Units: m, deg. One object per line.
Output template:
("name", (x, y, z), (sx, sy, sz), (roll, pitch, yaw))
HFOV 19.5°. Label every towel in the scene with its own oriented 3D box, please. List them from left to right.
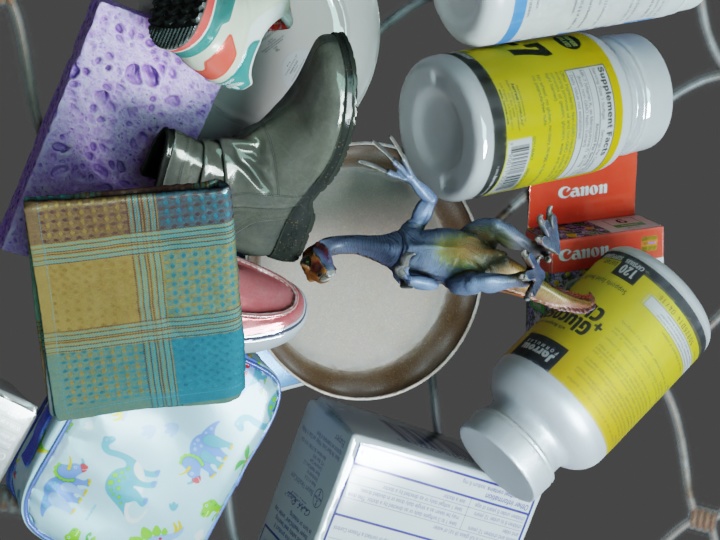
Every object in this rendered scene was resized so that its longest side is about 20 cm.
("towel", (-0.156, 0.022, 1.468), (0.145, 0.022, 0.201), (-5, 131, -5))

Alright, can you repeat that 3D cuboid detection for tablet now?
("tablet", (-0.020, 0.022, 1.671), (0.199, 0.014, 0.131), (-14, 108, -18))

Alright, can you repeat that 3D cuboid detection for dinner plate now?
("dinner plate", (-0.074, -0.177, 1.592), (0.199, 0.024, 0.202), (-6, 107, -22))

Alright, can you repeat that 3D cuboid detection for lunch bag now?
("lunch bag", (-0.167, 0.124, 1.592), (0.160, 0.082, 0.201), (26, 97, -25))

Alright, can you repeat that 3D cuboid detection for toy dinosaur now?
("toy dinosaur", (0.054, 0.002, 1.567), (0.200, 0.180, 0.106), (56, 39, -39))

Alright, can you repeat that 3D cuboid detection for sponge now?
("sponge", (-0.182, -0.093, 1.550), (0.111, 0.030, 0.201), (18, 103, -24))

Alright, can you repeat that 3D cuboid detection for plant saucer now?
("plant saucer", (0.000, 0.000, 1.641), (0.199, 0.032, 0.202), (-1, 93, -19))

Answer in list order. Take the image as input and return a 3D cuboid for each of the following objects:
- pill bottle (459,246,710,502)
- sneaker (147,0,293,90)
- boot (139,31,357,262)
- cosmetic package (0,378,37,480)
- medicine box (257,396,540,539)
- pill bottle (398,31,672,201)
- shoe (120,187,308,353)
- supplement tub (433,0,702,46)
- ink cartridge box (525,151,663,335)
("pill bottle", (0.174, 0.084, 1.644), (0.200, 0.112, 0.112), (-44, 116, -17))
("sneaker", (-0.084, -0.224, 1.532), (0.093, 0.070, 0.201), (40, 58, -40))
("boot", (-0.085, -0.087, 1.513), (0.130, 0.068, 0.201), (6, 126, -23))
("cosmetic package", (-0.336, 0.159, 1.534), (0.106, 0.090, 0.201), (26, 89, -29))
("medicine box", (0.018, 0.230, 1.692), (0.181, 0.103, 0.201), (19, 96, -26))
("pill bottle", (0.139, -0.125, 1.634), (0.199, 0.114, 0.115), (-13, 109, -32))
("shoe", (-0.126, 0.000, 1.506), (0.198, 0.072, 0.091), (10, 142, -13))
("supplement tub", (0.160, -0.250, 1.610), (0.199, 0.132, 0.133), (-10, 107, -19))
("ink cartridge box", (0.194, -0.003, 1.734), (0.108, 0.050, 0.202), (-8, 107, -21))
